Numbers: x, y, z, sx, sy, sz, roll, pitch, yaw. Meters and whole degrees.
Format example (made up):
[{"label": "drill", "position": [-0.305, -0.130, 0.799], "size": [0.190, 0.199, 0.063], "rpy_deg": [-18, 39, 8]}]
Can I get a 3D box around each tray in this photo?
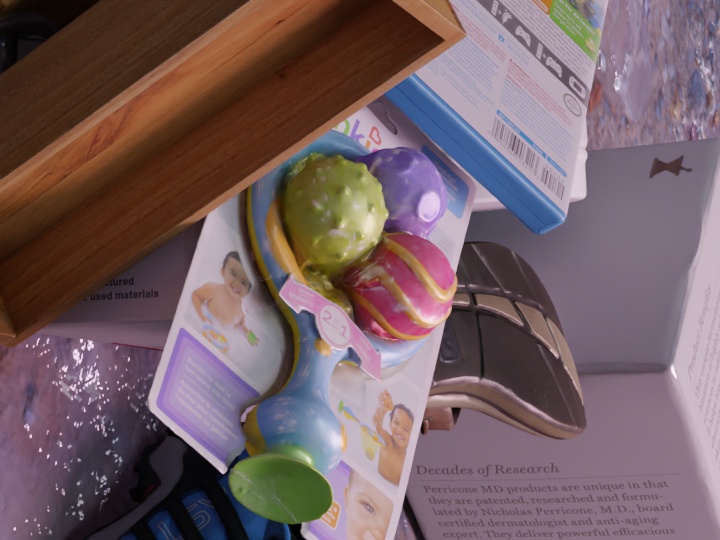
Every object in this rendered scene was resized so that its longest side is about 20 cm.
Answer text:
[{"label": "tray", "position": [-0.072, -0.049, 0.727], "size": [0.099, 0.199, 0.037], "rpy_deg": [24, 36, -62]}]

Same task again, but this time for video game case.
[{"label": "video game case", "position": [0.047, -0.130, 0.913], "size": [0.143, 0.018, 0.201], "rpy_deg": [40, 43, -25]}]

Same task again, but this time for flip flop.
[{"label": "flip flop", "position": [0.022, 0.033, 0.884], "size": [0.199, 0.057, 0.082], "rpy_deg": [5, 63, -49]}]

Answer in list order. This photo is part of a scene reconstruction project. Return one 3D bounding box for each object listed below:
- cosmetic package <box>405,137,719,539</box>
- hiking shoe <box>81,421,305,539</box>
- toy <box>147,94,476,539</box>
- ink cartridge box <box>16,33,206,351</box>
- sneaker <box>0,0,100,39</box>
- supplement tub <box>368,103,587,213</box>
[{"label": "cosmetic package", "position": [0.121, 0.065, 1.147], "size": [0.168, 0.165, 0.201], "rpy_deg": [-68, 145, -44]}, {"label": "hiking shoe", "position": [-0.062, 0.122, 0.841], "size": [0.201, 0.086, 0.075], "rpy_deg": [-65, 141, -47]}, {"label": "toy", "position": [0.000, 0.000, 0.793], "size": [0.115, 0.047, 0.201], "rpy_deg": [42, 46, -27]}, {"label": "ink cartridge box", "position": [-0.063, -0.072, 0.872], "size": [0.145, 0.084, 0.202], "rpy_deg": [14, 75, -64]}, {"label": "sneaker", "position": [-0.099, -0.119, 0.738], "size": [0.199, 0.076, 0.088], "rpy_deg": [-2, 74, -32]}, {"label": "supplement tub", "position": [0.037, -0.128, 1.041], "size": [0.132, 0.131, 0.202], "rpy_deg": [-3, 87, -65]}]
